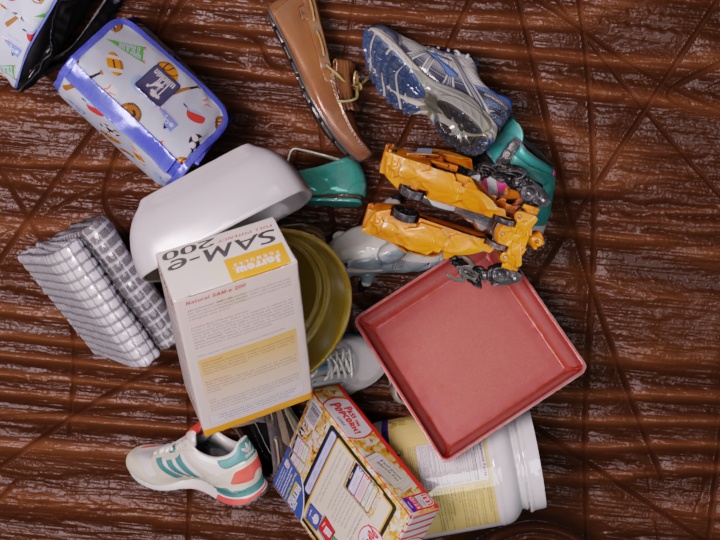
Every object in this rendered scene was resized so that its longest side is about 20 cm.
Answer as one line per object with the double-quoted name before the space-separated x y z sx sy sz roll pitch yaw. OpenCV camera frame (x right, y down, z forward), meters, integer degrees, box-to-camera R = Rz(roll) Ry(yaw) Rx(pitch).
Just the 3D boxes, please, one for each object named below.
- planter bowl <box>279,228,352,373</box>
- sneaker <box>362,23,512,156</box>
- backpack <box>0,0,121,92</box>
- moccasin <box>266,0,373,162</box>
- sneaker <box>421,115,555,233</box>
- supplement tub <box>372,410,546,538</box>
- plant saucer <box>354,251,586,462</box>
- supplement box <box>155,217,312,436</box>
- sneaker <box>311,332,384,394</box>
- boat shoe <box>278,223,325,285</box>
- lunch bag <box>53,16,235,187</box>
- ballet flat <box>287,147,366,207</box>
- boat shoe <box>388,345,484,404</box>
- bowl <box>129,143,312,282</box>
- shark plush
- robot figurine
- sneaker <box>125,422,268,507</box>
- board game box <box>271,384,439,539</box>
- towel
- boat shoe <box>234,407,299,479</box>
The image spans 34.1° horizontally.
"planter bowl" -0.115 0.029 1.276 0.197 0.084 0.203 -11 121 -19
"sneaker" 0.086 -0.212 1.311 0.200 0.077 0.085 42 60 15
"backpack" -0.349 -0.297 1.248 0.153 0.200 0.192 29 110 -2
"moccasin" -0.032 -0.219 1.315 0.077 0.074 0.204 -25 87 1
"sneaker" 0.138 -0.122 1.330 0.197 0.084 0.122 17 110 -11
"supplement tub" 0.113 0.238 1.397 0.196 0.146 0.148 -11 105 3
"plant saucer" 0.125 0.089 1.355 0.198 0.037 0.201 -32 71 -5
"supplement box" -0.122 0.058 1.172 0.124 0.074 0.202 -17 135 -15
"sneaker" -0.047 0.116 1.370 0.197 0.086 0.076 -8 87 -24
"boat shoe" -0.128 -0.011 1.373 0.197 0.074 0.077 -6 120 20
"lunch bag" -0.231 -0.179 1.264 0.170 0.200 0.124 42 102 -9
"ballet flat" -0.091 -0.105 1.359 0.196 0.067 0.072 -4 81 2
"boat shoe" 0.128 0.110 1.406 0.199 0.060 0.073 -22 103 7
"bowl" -0.153 -0.065 1.228 0.198 0.200 0.075 -29 91 -3
"shark plush" 0.000 0.000 1.379 0.198 0.091 0.084 -29 134 3
"robot figurine" 0.108 -0.064 1.284 0.197 0.058 0.147 17 113 -4
"sneaker" -0.201 0.216 1.405 0.197 0.070 0.095 7 119 29
"board game box" -0.011 0.255 1.332 0.046 0.200 0.153 -6 132 -41
"towel" -0.290 0.023 1.330 0.085 0.199 0.167 -41 108 -21
"boat shoe" -0.130 0.160 1.406 0.074 0.073 0.202 -20 105 35
